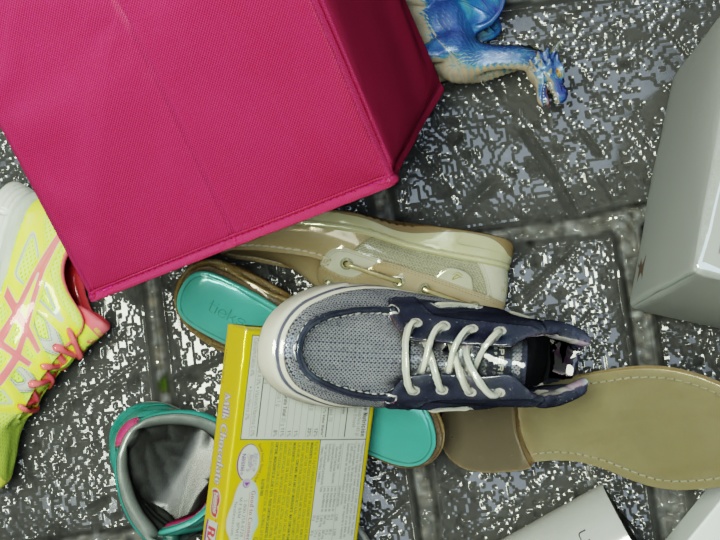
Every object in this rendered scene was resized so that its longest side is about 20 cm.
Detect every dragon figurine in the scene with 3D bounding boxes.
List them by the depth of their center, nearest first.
[{"bbox_3d":[0.062,-0.176,0.831,0.099,0.059,0.201,-29,75,-3],"label":"dragon figurine"}]

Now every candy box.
[{"bbox_3d":[-0.044,0.134,0.732,0.101,0.026,0.202,6,92,-41],"label":"candy box"}]

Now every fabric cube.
[{"bbox_3d":[-0.086,-0.135,0.711,0.198,0.196,0.201,-20,106,18],"label":"fabric cube"}]

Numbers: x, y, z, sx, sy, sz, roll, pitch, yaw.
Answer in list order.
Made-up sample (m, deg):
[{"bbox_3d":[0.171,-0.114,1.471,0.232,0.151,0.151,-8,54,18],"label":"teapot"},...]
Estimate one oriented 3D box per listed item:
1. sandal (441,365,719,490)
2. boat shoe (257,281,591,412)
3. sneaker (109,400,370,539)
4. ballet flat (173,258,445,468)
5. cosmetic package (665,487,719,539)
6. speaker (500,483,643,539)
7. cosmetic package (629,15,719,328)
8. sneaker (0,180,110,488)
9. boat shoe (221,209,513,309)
[{"bbox_3d":[0.160,0.093,0.811,0.209,0.070,0.079,-3,100,22],"label":"sandal"},{"bbox_3d":[0.045,0.045,0.716,0.198,0.092,0.076,1,91,-38],"label":"boat shoe"},{"bbox_3d":[-0.076,0.147,0.776,0.199,0.121,0.084,31,86,3],"label":"sneaker"},{"bbox_3d":[-0.029,0.054,0.808,0.199,0.072,0.068,30,101,3],"label":"ballet flat"},{"bbox_3d":[0.281,0.199,0.806,0.150,0.052,0.200,40,87,6],"label":"cosmetic package"},{"bbox_3d":[0.087,0.214,0.776,0.199,0.081,0.082,-30,85,7],"label":"speaker"},{"bbox_3d":[0.291,-0.044,0.765,0.198,0.166,0.169,12,82,1],"label":"cosmetic package"},{"bbox_3d":[-0.211,0.046,0.808,0.089,0.078,0.202,10,85,-1],"label":"sneaker"},{"bbox_3d":[0.000,0.000,0.815,0.198,0.072,0.066,8,84,-5],"label":"boat shoe"}]
